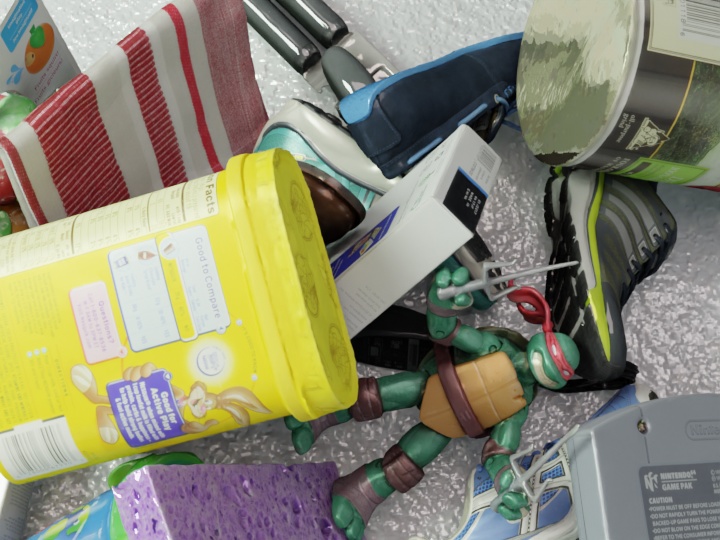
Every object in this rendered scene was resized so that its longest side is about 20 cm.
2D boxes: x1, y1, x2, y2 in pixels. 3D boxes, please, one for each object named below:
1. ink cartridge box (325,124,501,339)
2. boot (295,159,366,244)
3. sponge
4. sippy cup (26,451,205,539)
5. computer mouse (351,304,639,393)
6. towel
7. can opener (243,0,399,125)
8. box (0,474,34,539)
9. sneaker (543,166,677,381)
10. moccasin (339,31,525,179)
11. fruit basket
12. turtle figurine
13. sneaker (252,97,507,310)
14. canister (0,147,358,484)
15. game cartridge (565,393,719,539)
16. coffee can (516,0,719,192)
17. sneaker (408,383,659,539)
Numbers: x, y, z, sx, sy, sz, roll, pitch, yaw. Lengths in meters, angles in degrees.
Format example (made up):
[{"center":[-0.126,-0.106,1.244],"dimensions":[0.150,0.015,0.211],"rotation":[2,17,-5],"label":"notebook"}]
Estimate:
[{"center":[0.000,0.000,0.860],"dimensions":[0.039,0.200,0.100],"rotation":[43,33,-12],"label":"ink cartridge box"},{"center":[-0.093,0.032,0.857],"dimensions":[0.064,0.186,0.200],"rotation":[40,68,-15],"label":"boot"},{"center":[-0.054,0.166,0.797],"dimensions":[0.030,0.200,0.112],"rotation":[-32,70,22],"label":"sponge"},{"center":[-0.142,0.191,0.811],"dimensions":[0.130,0.178,0.140],"rotation":[-24,87,19],"label":"sippy cup"},{"center":[0.082,0.048,0.908],"dimensions":[0.199,0.059,0.034],"rotation":[9,62,2],"label":"computer mouse"},{"center":[-0.134,-0.083,0.887],"dimensions":[0.023,0.144,0.200],"rotation":[22,53,32],"label":"towel"},{"center":[-0.034,-0.170,0.985],"dimensions":[0.053,0.066,0.200],"rotation":[-42,73,-8],"label":"can opener"},{"center":[-0.277,0.142,0.867],"dimensions":[0.144,0.036,0.201],"rotation":[3,68,18],"label":"box"},{"center":[0.166,-0.013,0.901],"dimensions":[0.081,0.074,0.200],"rotation":[10,50,-4],"label":"sneaker"},{"center":[0.064,-0.110,0.940],"dimensions":[0.200,0.080,0.068],"rotation":[-26,95,-37],"label":"moccasin"},{"center":[-0.214,-0.053,0.868],"dimensions":[0.093,0.200,0.186],"rotation":[23,71,9],"label":"fruit basket"},{"center":[0.062,0.079,0.833],"dimensions":[0.200,0.101,0.150],"rotation":[-26,84,13],"label":"turtle figurine"},{"center":[0.012,-0.034,0.941],"dimensions":[0.200,0.077,0.080],"rotation":[37,99,11],"label":"sneaker"},{"center":[-0.117,0.029,0.780],"dimensions":[0.199,0.087,0.149],"rotation":[-15,89,11],"label":"canister"},{"center":[0.208,0.141,0.832],"dimensions":[0.199,0.040,0.134],"rotation":[3,77,-33],"label":"game cartridge"},{"center":[0.221,-0.124,0.891],"dimensions":[0.199,0.146,0.147],"rotation":[8,68,-19],"label":"coffee can"},{"center":[0.110,0.137,0.864],"dimensions":[0.077,0.076,0.200],"rotation":[43,74,10],"label":"sneaker"}]
